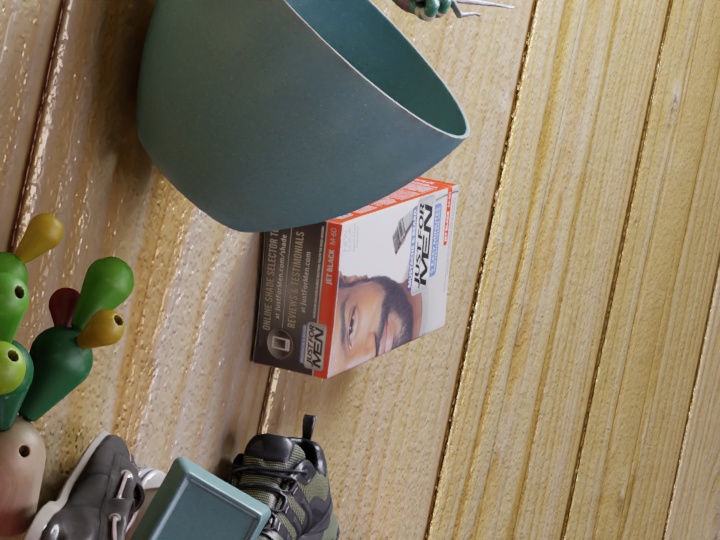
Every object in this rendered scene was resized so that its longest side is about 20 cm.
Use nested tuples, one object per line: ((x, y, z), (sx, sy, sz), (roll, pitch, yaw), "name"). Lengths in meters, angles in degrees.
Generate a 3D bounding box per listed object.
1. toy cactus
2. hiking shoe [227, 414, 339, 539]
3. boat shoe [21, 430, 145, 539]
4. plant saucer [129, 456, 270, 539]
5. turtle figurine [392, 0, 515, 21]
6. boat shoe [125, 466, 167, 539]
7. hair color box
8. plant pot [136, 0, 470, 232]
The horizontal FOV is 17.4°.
((-0.196, 0.068, 1.218), (0.200, 0.102, 0.166), (-49, 152, -45), "toy cactus")
((-0.073, 0.162, 1.564), (0.200, 0.075, 0.101), (-39, 127, -68), "hiking shoe")
((-0.150, 0.146, 1.317), (0.067, 0.057, 0.200), (-62, -179, 14), "boat shoe")
((-0.128, 0.215, 1.405), (0.201, 0.070, 0.019), (-61, -166, -10), "plant saucer")
((0.033, -0.231, 1.583), (0.200, 0.100, 0.150), (40, 48, -46), "turtle figurine")
((-0.132, 0.224, 1.447), (0.072, 0.065, 0.201), (19, 82, -66), "boat shoe")
((0.000, 0.000, 1.652), (0.200, 0.064, 0.111), (-20, 119, -61), "hair color box")
((-0.053, -0.101, 1.374), (0.135, 0.200, 0.200), (-46, 161, 15), "plant pot")
